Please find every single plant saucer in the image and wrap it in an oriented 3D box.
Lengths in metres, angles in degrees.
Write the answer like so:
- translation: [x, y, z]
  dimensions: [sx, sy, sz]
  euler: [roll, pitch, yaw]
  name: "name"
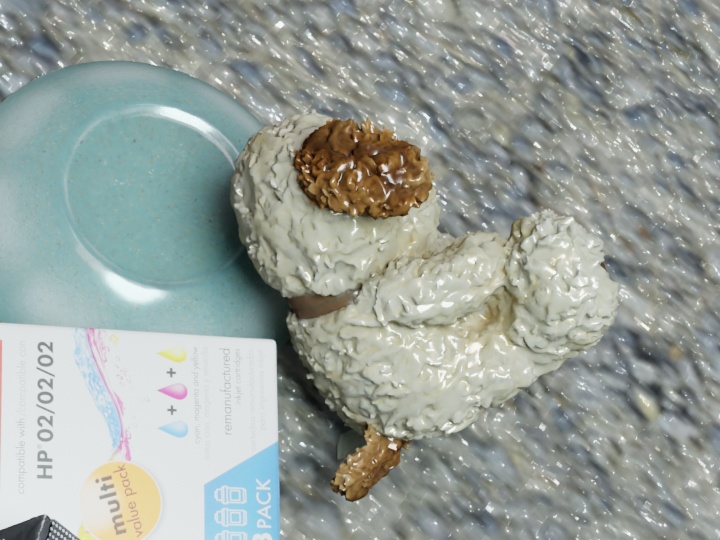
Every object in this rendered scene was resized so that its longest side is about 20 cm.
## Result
- translation: [-0.111, -0.033, 0.949]
  dimensions: [0.200, 0.039, 0.202]
  euler: [9, 63, -18]
  name: "plant saucer"

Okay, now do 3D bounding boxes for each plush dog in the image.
- translation: [0.000, 0.000, 0.883]
  dimensions: [0.160, 0.200, 0.172]
  euler: [-41, 105, -21]
  name: "plush dog"

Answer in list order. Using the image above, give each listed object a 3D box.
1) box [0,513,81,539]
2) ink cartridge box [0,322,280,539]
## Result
- translation: [-0.100, 0.224, 0.751]
  dimensions: [0.200, 0.044, 0.161]
  euler: [47, 38, -33]
  name: "box"
- translation: [-0.142, 0.090, 0.850]
  dimensions: [0.199, 0.068, 0.116]
  euler: [4, 71, -21]
  name: "ink cartridge box"
